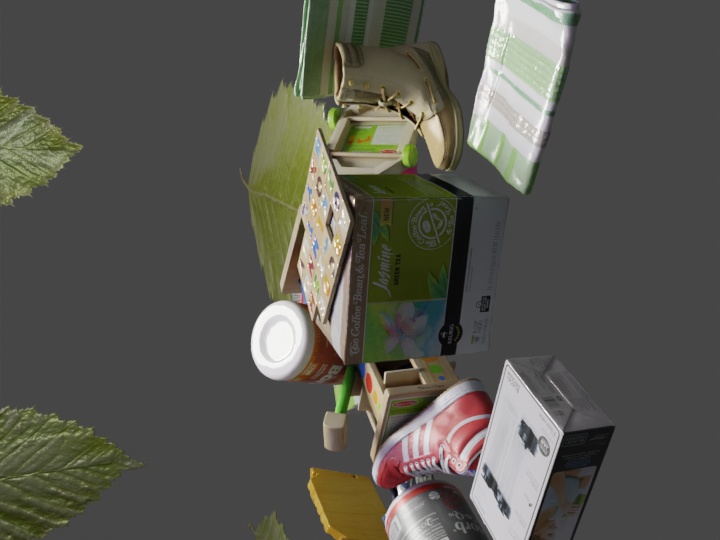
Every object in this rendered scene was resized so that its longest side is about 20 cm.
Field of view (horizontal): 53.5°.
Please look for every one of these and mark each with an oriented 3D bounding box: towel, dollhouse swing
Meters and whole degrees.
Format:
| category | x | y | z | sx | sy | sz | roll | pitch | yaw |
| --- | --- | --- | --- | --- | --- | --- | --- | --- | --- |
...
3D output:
| category | x | y | z | sx | sy | sz | roll | pitch | yaw |
| --- | --- | --- | --- | --- | --- | --- | --- | --- | --- |
| towel | 0.002 | -0.319 | 0.994 | 0.023 | 0.199 | 0.153 | 44 | 137 | 38 |
| towel | 0.167 | -0.203 | 0.772 | 0.149 | 0.031 | 0.201 | -117 | 30 | -53 |
| dollhouse swing | -0.027 | 0.493 | 1.271 | 0.177 | 0.181 | 0.200 | -65 | 27 | 15 |

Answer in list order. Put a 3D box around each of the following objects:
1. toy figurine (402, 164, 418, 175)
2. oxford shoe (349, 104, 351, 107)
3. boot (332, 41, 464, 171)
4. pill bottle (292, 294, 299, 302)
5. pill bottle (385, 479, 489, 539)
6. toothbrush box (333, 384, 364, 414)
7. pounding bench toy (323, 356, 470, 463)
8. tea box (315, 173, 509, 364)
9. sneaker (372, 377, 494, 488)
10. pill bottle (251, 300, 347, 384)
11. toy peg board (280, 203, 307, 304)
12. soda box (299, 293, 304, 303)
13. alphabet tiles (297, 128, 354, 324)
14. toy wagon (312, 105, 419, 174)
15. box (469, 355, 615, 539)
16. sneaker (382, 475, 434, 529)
| category | x | y | z | sx | sy | sz | roll | pitch | yaw |
| --- | --- | --- | --- | --- | --- | --- | --- | --- | --- |
| toy figurine | 0.026 | -0.136 | 1.120 | 0.184 | 0.150 | 0.201 | -53 | 17 | 43 |
| oxford shoe | -0.009 | -0.216 | 1.233 | 0.201 | 0.072 | 0.071 | 106 | 153 | -45 |
| boot | 0.046 | -0.218 | 0.935 | 0.073 | 0.155 | 0.201 | 125 | 138 | -61 |
| pill bottle | -0.082 | 0.045 | 1.433 | 0.113 | 0.112 | 0.201 | 167 | 101 | -71 |
| pill bottle | 0.114 | 0.368 | 0.884 | 0.200 | 0.115 | 0.116 | -124 | 36 | -57 |
| toothbrush box | 0.004 | 0.136 | 1.228 | 0.146 | 0.086 | 0.201 | 130 | 133 | -63 |
| pounding bench toy | 0.027 | 0.160 | 0.981 | 0.156 | 0.199 | 0.125 | -118 | 30 | -50 |
| tea box | 0.056 | -0.008 | 0.875 | 0.134 | 0.196 | 0.201 | -134 | 44 | -63 |
| sneaker | 0.098 | 0.238 | 0.889 | 0.200 | 0.071 | 0.113 | -48 | 43 | 21 |
| pill bottle | -0.057 | 0.112 | 1.059 | 0.112 | 0.200 | 0.113 | -9 | 75 | 35 |
| toy peg board | 0.000 | 0.000 | 1.038 | 0.200 | 0.199 | 0.098 | 112 | 149 | -52 |
| soda box | -0.062 | 0.074 | 1.177 | 0.063 | 0.070 | 0.201 | -155 | 66 | -65 |
| alphabet tiles | -0.050 | -0.041 | 0.867 | 0.201 | 0.008 | 0.168 | 107 | 153 | -43 |
| toy wagon | 0.009 | -0.171 | 1.014 | 0.040 | 0.154 | 0.201 | 58 | -135 | -51 |
| box | 0.181 | 0.203 | 0.743 | 0.117 | 0.060 | 0.201 | -122 | 34 | -55 |
| sneaker | 0.074 | 0.383 | 1.055 | 0.077 | 0.085 | 0.201 | 114 | 147 | -54 |
